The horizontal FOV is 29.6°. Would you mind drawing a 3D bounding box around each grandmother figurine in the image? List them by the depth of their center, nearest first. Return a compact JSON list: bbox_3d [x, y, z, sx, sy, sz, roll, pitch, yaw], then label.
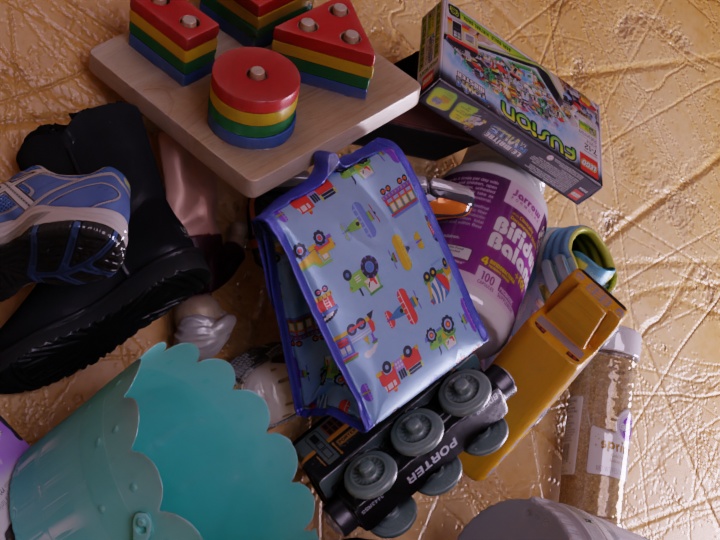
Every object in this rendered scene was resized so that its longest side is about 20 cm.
[{"bbox_3d":[-0.137,-0.026,1.125,0.121,0.060,0.202,-1,85,-45],"label":"grandmother figurine"}]

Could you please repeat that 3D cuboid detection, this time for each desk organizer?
[{"bbox_3d":[0.010,-0.160,1.238,0.199,0.072,0.078,8,75,-33],"label":"desk organizer"}]

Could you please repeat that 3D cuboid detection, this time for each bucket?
[{"bbox_3d":[-0.139,0.167,0.972,0.207,0.134,0.208,48,20,-24],"label":"bucket"}]

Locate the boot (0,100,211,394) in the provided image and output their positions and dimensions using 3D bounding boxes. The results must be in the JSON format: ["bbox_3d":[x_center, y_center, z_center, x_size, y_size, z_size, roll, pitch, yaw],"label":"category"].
[{"bbox_3d":[-0.227,-0.020,1.045,0.199,0.076,0.169,-32,68,5],"label":"boot"}]

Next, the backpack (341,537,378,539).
[{"bbox_3d":[0.018,0.326,1.125,0.126,0.167,0.202,10,79,-15],"label":"backpack"}]

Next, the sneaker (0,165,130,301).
[{"bbox_3d":[-0.252,-0.029,0.985,0.076,0.198,0.077,70,23,-45],"label":"sneaker"}]

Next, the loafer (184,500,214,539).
[{"bbox_3d":[-0.086,0.271,1.098,0.071,0.073,0.202,-18,93,-35],"label":"loafer"}]

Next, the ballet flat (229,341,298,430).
[{"bbox_3d":[-0.051,0.089,1.155,0.199,0.072,0.073,-22,95,-35],"label":"ballet flat"}]

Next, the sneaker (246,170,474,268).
[{"bbox_3d":[0.000,-0.028,1.187,0.198,0.078,0.113,1,90,0],"label":"sneaker"}]

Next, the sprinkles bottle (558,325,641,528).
[{"bbox_3d":[0.234,0.156,1.340,0.068,0.068,0.202,17,73,-31],"label":"sprinkles bottle"}]

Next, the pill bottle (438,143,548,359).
[{"bbox_3d":[0.109,-0.028,1.252,0.112,0.112,0.201,38,55,-23],"label":"pill bottle"}]

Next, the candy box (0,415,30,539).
[{"bbox_3d":[-0.269,0.191,0.938,0.200,0.071,0.168,52,22,-17],"label":"candy box"}]

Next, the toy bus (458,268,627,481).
[{"bbox_3d":[0.150,0.093,1.215,0.065,0.200,0.078,43,31,12],"label":"toy bus"}]

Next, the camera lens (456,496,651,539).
[{"bbox_3d":[0.188,0.297,1.210,0.199,0.159,0.161,28,67,-42],"label":"camera lens"}]

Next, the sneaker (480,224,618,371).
[{"bbox_3d":[0.177,0.045,1.281,0.079,0.130,0.202,19,73,-31],"label":"sneaker"}]

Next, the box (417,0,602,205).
[{"bbox_3d":[0.139,-0.153,1.247,0.199,0.035,0.111,29,45,-26],"label":"box"}]

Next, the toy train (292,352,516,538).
[{"bbox_3d":[0.036,0.137,1.154,0.200,0.114,0.085,-39,134,-13],"label":"toy train"}]

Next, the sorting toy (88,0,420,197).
[{"bbox_3d":[-0.081,-0.177,1.105,0.198,0.070,0.200,38,50,23],"label":"sorting toy"}]

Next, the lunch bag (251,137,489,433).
[{"bbox_3d":[0.000,0.000,1.082,0.150,0.094,0.201,-33,115,-35],"label":"lunch bag"}]
